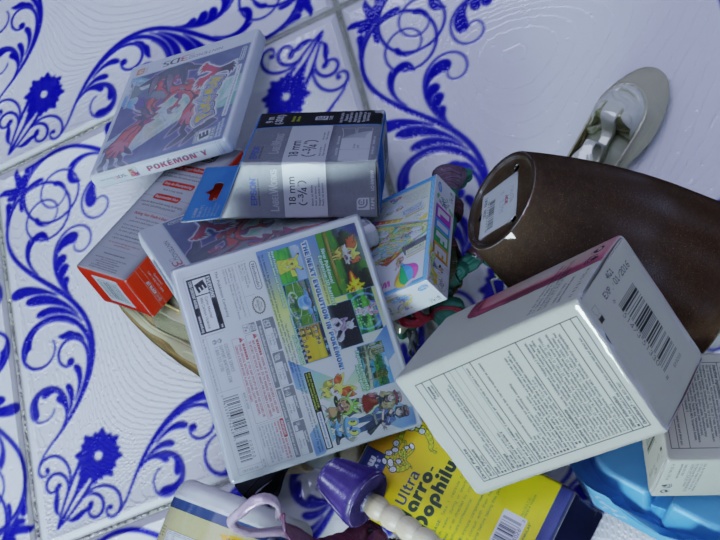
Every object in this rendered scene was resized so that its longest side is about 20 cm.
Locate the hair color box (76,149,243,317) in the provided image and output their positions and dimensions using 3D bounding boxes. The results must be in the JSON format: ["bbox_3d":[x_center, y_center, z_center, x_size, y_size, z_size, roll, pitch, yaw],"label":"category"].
[{"bbox_3d":[-0.206,-0.048,1.364,0.101,0.061,0.200,14,57,45],"label":"hair color box"}]

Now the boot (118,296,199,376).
[{"bbox_3d":[-0.168,0.025,1.362,0.199,0.073,0.156,28,76,42],"label":"boot"}]

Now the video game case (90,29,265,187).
[{"bbox_3d":[-0.209,-0.189,1.436,0.181,0.023,0.201,-13,44,22],"label":"video game case"}]

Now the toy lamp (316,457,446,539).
[{"bbox_3d":[0.046,0.224,1.069,0.199,0.058,0.058,27,83,29],"label":"toy lamp"}]

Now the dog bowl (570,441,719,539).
[{"bbox_3d":[0.275,0.186,1.092,0.199,0.050,0.112,26,60,25],"label":"dog bowl"}]

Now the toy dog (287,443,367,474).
[{"bbox_3d":[-0.039,0.116,1.252,0.131,0.096,0.201,-23,63,14],"label":"toy dog"}]

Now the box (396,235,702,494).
[{"bbox_3d":[0.152,0.080,1.012,0.199,0.109,0.128,-28,102,41],"label":"box"}]

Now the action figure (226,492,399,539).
[{"bbox_3d":[-0.032,0.269,1.144,0.134,0.199,0.150,-38,73,40],"label":"action figure"}]

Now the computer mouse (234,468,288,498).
[{"bbox_3d":[-0.107,0.146,1.223,0.046,0.200,0.141,-10,66,-25],"label":"computer mouse"}]

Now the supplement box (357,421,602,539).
[{"bbox_3d":[0.102,0.217,1.142,0.199,0.109,0.110,24,81,29],"label":"supplement box"}]

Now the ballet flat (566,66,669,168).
[{"bbox_3d":[0.244,-0.128,1.241,0.069,0.069,0.201,28,83,30],"label":"ballet flat"}]

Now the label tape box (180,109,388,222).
[{"bbox_3d":[-0.075,-0.108,1.255,0.198,0.064,0.144,-1,26,5],"label":"label tape box"}]

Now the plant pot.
[{"bbox_3d":[0.199,-0.019,1.098,0.187,0.199,0.188,-46,30,37],"label":"plant pot"}]

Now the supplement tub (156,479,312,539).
[{"bbox_3d":[-0.141,0.317,1.191,0.143,0.144,0.201,14,76,28],"label":"supplement tub"}]

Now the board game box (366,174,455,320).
[{"bbox_3d":[0.000,0.000,1.222,0.199,0.034,0.135,-23,41,32],"label":"board game box"}]

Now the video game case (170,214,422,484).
[{"bbox_3d":[-0.058,0.069,1.125,0.181,0.022,0.201,-17,83,-5],"label":"video game case"}]

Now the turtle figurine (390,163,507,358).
[{"bbox_3d":[0.083,-0.003,1.249,0.149,0.101,0.201,-18,58,16],"label":"turtle figurine"}]

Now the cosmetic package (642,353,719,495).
[{"bbox_3d":[0.340,0.128,1.044,0.198,0.071,0.106,1,55,0],"label":"cosmetic package"}]

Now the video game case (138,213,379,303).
[{"bbox_3d":[-0.106,-0.033,1.238,0.199,0.023,0.182,-22,31,-15],"label":"video game case"}]
